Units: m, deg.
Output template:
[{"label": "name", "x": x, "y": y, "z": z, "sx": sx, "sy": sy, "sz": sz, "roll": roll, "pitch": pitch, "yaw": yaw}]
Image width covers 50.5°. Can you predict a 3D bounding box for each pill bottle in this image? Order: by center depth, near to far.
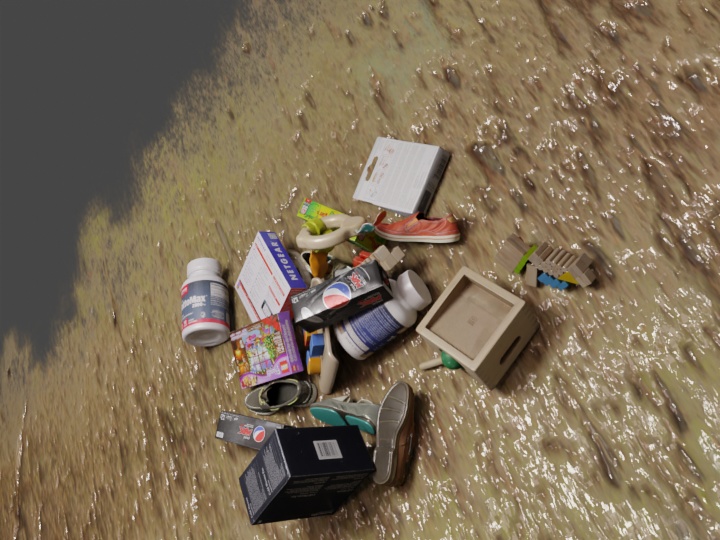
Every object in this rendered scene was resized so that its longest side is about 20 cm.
[{"label": "pill bottle", "x": 0.048, "y": 0.089, "z": 1.592, "sx": 0.199, "sy": 0.111, "sz": 0.112, "roll": -37, "pitch": 53, "yaw": 20}, {"label": "pill bottle", "x": -0.393, "y": 0.078, "z": 1.930, "sx": 0.118, "sy": 0.119, "sz": 0.203, "roll": -24, "pitch": 59, "yaw": 27}]

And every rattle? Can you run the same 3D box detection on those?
[{"label": "rattle", "x": -0.028, "y": -0.048, "z": 1.613, "sx": 0.197, "sy": 0.130, "sz": 0.145, "roll": -5, "pitch": 101, "yaw": 18}]

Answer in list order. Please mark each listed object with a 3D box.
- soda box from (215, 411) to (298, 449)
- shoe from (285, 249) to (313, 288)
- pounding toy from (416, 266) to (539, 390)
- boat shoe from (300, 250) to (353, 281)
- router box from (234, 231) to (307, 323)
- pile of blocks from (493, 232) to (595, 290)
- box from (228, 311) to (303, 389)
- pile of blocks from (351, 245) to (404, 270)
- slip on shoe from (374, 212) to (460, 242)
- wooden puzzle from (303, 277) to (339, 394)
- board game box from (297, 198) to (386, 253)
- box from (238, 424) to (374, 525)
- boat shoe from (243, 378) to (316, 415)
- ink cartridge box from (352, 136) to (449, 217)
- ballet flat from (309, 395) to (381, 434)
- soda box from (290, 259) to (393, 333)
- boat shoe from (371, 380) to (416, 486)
[{"label": "soda box", "x": -0.229, "y": 0.364, "z": 1.706, "sx": 0.198, "sy": 0.070, "sz": 0.064, "roll": 4, "pitch": 76, "yaw": 37}, {"label": "shoe", "x": -0.148, "y": 0.017, "z": 1.809, "sx": 0.070, "sy": 0.053, "sz": 0.201, "roll": -44, "pitch": 52, "yaw": 14}, {"label": "pounding toy", "x": 0.207, "y": 0.128, "z": 1.458, "sx": 0.183, "sy": 0.142, "sz": 0.201, "roll": 33, "pitch": 82, "yaw": 40}, {"label": "boat shoe", "x": -0.060, "y": 0.009, "z": 1.733, "sx": 0.198, "sy": 0.068, "sz": 0.076, "roll": 23, "pitch": 83, "yaw": 37}, {"label": "router box", "x": -0.216, "y": 0.041, "z": 1.809, "sx": 0.201, "sy": 0.048, "sz": 0.181, "roll": 57, "pitch": 131, "yaw": 36}, {"label": "pile of blocks", "x": 0.354, "y": -0.014, "z": 1.445, "sx": 0.198, "sy": 0.083, "sz": 0.062, "roll": 23, "pitch": 43, "yaw": 32}, {"label": "box", "x": -0.219, "y": 0.185, "z": 1.749, "sx": 0.199, "sy": 0.039, "sz": 0.139, "roll": -23, "pitch": 79, "yaw": 44}, {"label": "pile of blocks", "x": 0.000, "y": 0.000, "z": 1.620, "sx": 0.199, "sy": 0.062, "sz": 0.082, "roll": -38, "pitch": 9, "yaw": 17}, {"label": "slip on shoe", "x": 0.120, "y": -0.095, "z": 1.630, "sx": 0.197, "sy": 0.074, "sz": 0.062, "roll": 3, "pitch": 103, "yaw": 33}, {"label": "wooden puzzle", "x": -0.095, "y": 0.145, "z": 1.649, "sx": 0.046, "sy": 0.186, "sz": 0.203, "roll": -7, "pitch": 61, "yaw": -14}, {"label": "board game box", "x": -0.043, "y": -0.101, "z": 1.745, "sx": 0.199, "sy": 0.101, "sz": 0.048, "roll": 25, "pitch": 88, "yaw": 41}, {"label": "box", "x": -0.108, "y": 0.398, "z": 1.494, "sx": 0.183, "sy": 0.198, "sz": 0.105, "roll": -54, "pitch": 45, "yaw": 34}, {"label": "boat shoe", "x": -0.193, "y": 0.283, "z": 1.731, "sx": 0.199, "sy": 0.060, "sz": 0.073, "roll": -14, "pitch": 63, "yaw": 33}, {"label": "ink cartridge box", "x": 0.091, "y": -0.212, "z": 1.731, "sx": 0.199, "sy": 0.057, "sz": 0.165, "roll": 18, "pitch": 84, "yaw": 49}, {"label": "ballet flat", "x": -0.021, "y": 0.296, "z": 1.601, "sx": 0.198, "sy": 0.068, "sz": 0.064, "roll": 3, "pitch": 45, "yaw": 44}, {"label": "soda box", "x": -0.038, "y": 0.054, "z": 1.532, "sx": 0.198, "sy": 0.071, "sz": 0.064, "roll": -24, "pitch": 59, "yaw": 13}, {"label": "boat shoe", "x": 0.073, "y": 0.323, "z": 1.509, "sx": 0.071, "sy": 0.068, "sz": 0.203, "roll": 5, "pitch": 77, "yaw": 46}]
